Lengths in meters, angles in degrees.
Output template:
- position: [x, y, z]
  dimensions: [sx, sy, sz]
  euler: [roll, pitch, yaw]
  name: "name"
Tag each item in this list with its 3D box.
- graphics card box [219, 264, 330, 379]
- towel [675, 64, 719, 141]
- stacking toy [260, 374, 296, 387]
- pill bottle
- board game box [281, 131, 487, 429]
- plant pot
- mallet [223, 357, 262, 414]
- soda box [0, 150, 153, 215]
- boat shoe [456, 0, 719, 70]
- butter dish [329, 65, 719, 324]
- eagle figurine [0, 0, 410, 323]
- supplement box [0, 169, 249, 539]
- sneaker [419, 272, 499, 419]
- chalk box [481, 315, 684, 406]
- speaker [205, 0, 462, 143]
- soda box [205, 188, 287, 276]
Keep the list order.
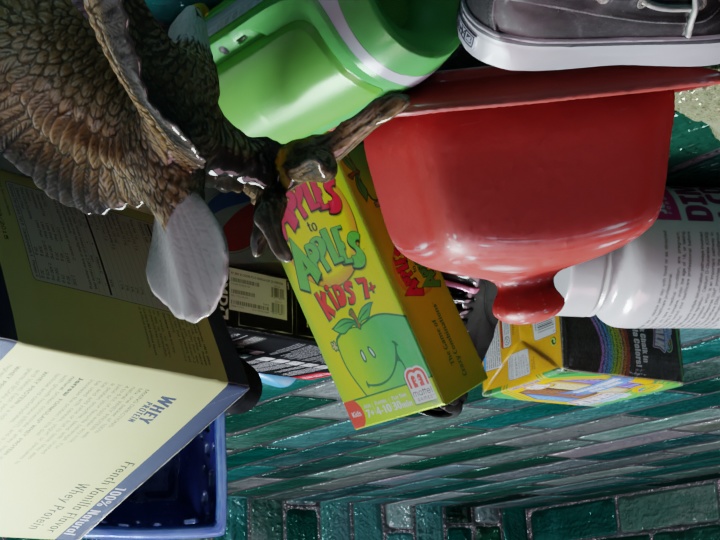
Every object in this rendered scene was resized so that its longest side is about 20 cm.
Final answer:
- position: [-0.074, 0.043, 0.971]
  dimensions: [0.198, 0.052, 0.125]
  euler: [10, 162, -41]
  name: "graphics card box"
- position: [0.290, -0.124, 0.783]
  dimensions: [0.198, 0.037, 0.148]
  euler: [-16, 158, 38]
  name: "towel"
- position: [-0.115, 0.047, 1.224]
  dimensions: [0.115, 0.111, 0.200]
  euler: [17, 171, -10]
  name: "stacking toy"
- position: [0.246, -0.010, 1.024]
  dimensions: [0.197, 0.115, 0.113]
  euler: [1, 164, -12]
  name: "pill bottle"
- position: [0.000, 0.000, 0.871]
  dimensions: [0.047, 0.202, 0.101]
  euler: [-25, -179, -39]
  name: "board game box"
- position: [-0.290, 0.259, 1.735]
  dimensions: [0.197, 0.203, 0.180]
  euler: [2, 170, -14]
  name: "plant pot"
- position: [-0.167, 0.083, 0.960]
  dimensions: [0.198, 0.042, 0.066]
  euler: [-3, 163, 26]
  name: "mallet"
- position: [-0.195, -0.072, 0.841]
  dimensions: [0.067, 0.064, 0.200]
  euler: [-8, 163, 16]
  name: "soda box"
- position: [0.144, -0.148, 0.625]
  dimensions: [0.197, 0.074, 0.068]
  euler: [-5, 145, -14]
  name: "boat shoe"
- position: [0.091, -0.043, 0.748]
  dimensions: [0.197, 0.150, 0.199]
  euler: [-8, -174, -13]
  name: "butter dish"
- position: [-0.105, -0.092, 0.597]
  dimensions: [0.199, 0.152, 0.151]
  euler: [34, -169, -26]
  name: "eagle figurine"
- position: [-0.218, 0.060, 0.814]
  dimensions: [0.200, 0.135, 0.199]
  euler: [-41, 145, 26]
  name: "supplement box"
- position: [0.064, 0.041, 0.919]
  dimensions: [0.070, 0.100, 0.201]
  euler: [19, 152, 12]
  name: "sneaker"
- position: [0.226, 0.059, 1.238]
  dimensions: [0.198, 0.126, 0.124]
  euler: [10, 160, -33]
  name: "chalk box"
- position: [-0.037, -0.113, 0.688]
  dimensions: [0.088, 0.090, 0.199]
  euler: [11, 159, -39]
  name: "speaker"
- position: [-0.123, -0.026, 0.971]
  dimensions: [0.197, 0.069, 0.064]
  euler: [-3, 164, 4]
  name: "soda box"
